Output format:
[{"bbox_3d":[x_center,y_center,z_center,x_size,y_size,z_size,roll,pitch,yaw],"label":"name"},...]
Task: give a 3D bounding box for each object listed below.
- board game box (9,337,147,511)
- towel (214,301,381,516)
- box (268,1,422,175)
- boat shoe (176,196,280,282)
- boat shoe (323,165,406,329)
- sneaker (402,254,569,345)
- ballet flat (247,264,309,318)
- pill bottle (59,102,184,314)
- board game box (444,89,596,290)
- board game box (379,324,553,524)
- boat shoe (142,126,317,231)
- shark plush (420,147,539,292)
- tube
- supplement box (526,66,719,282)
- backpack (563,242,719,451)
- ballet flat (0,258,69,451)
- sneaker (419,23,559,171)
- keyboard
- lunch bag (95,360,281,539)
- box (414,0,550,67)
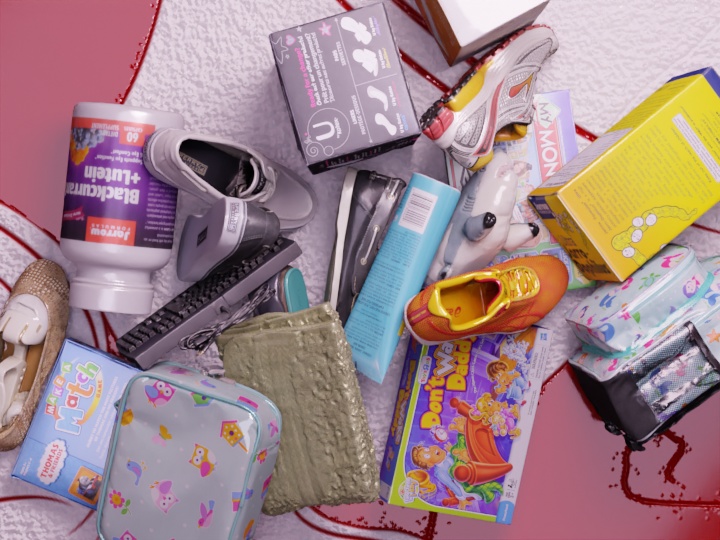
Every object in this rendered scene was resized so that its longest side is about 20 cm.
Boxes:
[{"bbox_3d":[-0.232,0.175,1.722,0.200,0.037,0.152,23,92,-1],"label":"board game box"},{"bbox_3d":[-0.060,0.137,1.658,0.148,0.036,0.201,-11,96,28],"label":"towel"},{"bbox_3d":[-0.017,-0.171,1.632,0.114,0.200,0.133,-17,91,-1],"label":"box"},{"bbox_3d":[-0.132,-0.025,1.646,0.056,0.200,0.069,10,78,-19],"label":"boat shoe"},{"bbox_3d":[0.000,0.000,1.697,0.067,0.072,0.201,10,98,-5],"label":"boat shoe"},{"bbox_3d":[0.134,0.027,1.636,0.200,0.077,0.073,-19,83,-37],"label":"sneaker"},{"bbox_3d":[-0.071,0.093,1.712,0.073,0.073,0.201,-14,98,0],"label":"ballet flat"},{"bbox_3d":[-0.237,-0.060,1.679,0.111,0.111,0.201,6,91,0],"label":"pill bottle"},{"bbox_3d":[0.158,-0.074,1.721,0.134,0.029,0.201,-8,91,1],"label":"board game box"},{"bbox_3d":[0.103,0.142,1.700,0.134,0.045,0.201,11,92,-17],"label":"board game box"},{"bbox_3d":[-0.114,-0.089,1.657,0.200,0.066,0.072,28,78,-35],"label":"boat shoe"},{"bbox_3d":[0.093,-0.028,1.696,0.200,0.091,0.083,-51,57,36],"label":"shark plush"},{"bbox_3d":[0.035,0.006,1.651,0.050,0.077,0.200,24,89,-37],"label":"tube"},{"bbox_3d":[0.280,-0.092,1.662,0.200,0.109,0.110,-39,97,-8],"label":"supplement box"},{"bbox_3d":[0.305,0.058,1.652,0.200,0.178,0.151,-29,98,-3],"label":"backpack"},{"bbox_3d":[-0.341,0.086,1.704,0.070,0.065,0.201,13,90,11],"label":"ballet flat"},{"bbox_3d":[0.136,-0.168,1.668,0.082,0.078,0.200,48,57,-8],"label":"sneaker"},{"bbox_3d":[-0.142,0.030,1.653,0.200,0.127,0.021,-38,120,-18],"label":"keyboard"},{"bbox_3d":[-0.170,0.189,1.647,0.160,0.077,0.201,19,103,16],"label":"lunch bag"},{"bbox_3d":[0.104,-0.279,1.629,0.097,0.200,0.125,-28,91,1],"label":"box"}]
